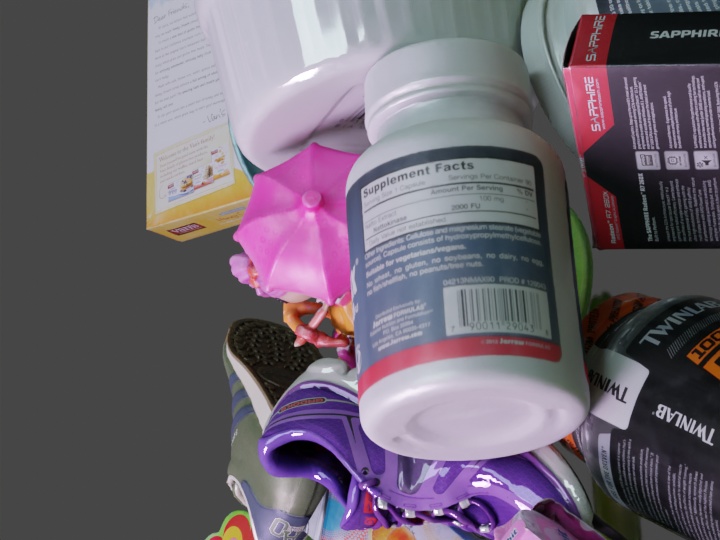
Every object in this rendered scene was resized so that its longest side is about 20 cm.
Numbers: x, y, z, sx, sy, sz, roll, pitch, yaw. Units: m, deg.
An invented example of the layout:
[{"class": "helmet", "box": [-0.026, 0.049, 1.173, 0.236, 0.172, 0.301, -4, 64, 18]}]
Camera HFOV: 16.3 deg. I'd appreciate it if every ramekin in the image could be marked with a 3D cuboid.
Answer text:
[{"class": "ramekin", "box": [0.010, -0.126, 1.430, 0.200, 0.200, 0.098, -26, 64, 36]}]

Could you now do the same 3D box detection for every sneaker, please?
[{"class": "sneaker", "box": [0.034, 0.121, 1.372, 0.200, 0.081, 0.083, 18, 46, 26]}, {"class": "sneaker", "box": [-0.057, 0.102, 1.535, 0.200, 0.067, 0.090, -121, 47, -67]}]

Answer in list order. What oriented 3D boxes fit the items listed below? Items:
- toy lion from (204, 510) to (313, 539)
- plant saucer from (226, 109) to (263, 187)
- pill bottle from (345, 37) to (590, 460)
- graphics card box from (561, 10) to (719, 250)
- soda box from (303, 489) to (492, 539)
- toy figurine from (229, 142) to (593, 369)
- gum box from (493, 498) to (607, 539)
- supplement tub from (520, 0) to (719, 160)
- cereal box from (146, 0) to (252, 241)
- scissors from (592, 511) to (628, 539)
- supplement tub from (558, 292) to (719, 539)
[{"class": "toy lion", "box": [-0.049, 0.246, 1.531, 0.191, 0.069, 0.201, -8, 73, 49]}, {"class": "plant saucer", "box": [0.011, -0.114, 1.565, 0.199, 0.036, 0.201, -6, 77, 26]}, {"class": "pill bottle", "box": [0.053, -0.012, 1.314, 0.119, 0.119, 0.201, -23, 59, 37]}, {"class": "graphics card box", "box": [0.211, -0.071, 1.275, 0.199, 0.126, 0.051, 0, 41, 18]}, {"class": "soda box", "box": [0.063, 0.180, 1.417, 0.200, 0.068, 0.064, 38, 104, 35]}, {"class": "toy figurine", "box": [0.000, 0.000, 1.449, 0.200, 0.184, 0.151, -25, 50, 43]}, {"class": "gum box", "box": [0.129, 0.220, 1.291, 0.200, 0.066, 0.114, 37, 108, 8]}, {"class": "supplement tub", "box": [0.200, -0.142, 1.347, 0.200, 0.140, 0.141, -28, 60, 34]}, {"class": "cereal box", "box": [-0.081, -0.132, 1.679, 0.144, 0.039, 0.201, -15, 67, 38]}, {"class": "scissors", "box": [0.087, 0.112, 1.398, 0.014, 0.200, 0.073, -51, 6, -40]}, {"class": "supplement tub", "box": [0.199, 0.087, 1.293, 0.200, 0.122, 0.123, 25, 95, 44]}]
